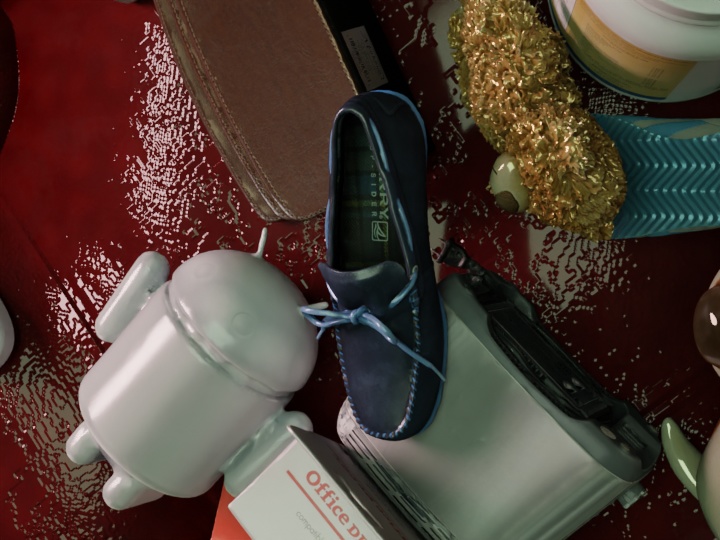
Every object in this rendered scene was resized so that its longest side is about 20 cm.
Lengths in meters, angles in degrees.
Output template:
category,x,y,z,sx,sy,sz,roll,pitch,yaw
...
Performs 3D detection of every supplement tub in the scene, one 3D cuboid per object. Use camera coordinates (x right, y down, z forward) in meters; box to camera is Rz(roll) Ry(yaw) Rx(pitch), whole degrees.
category,x,y,z,sx,sy,sz,roll,pitch,yaw
supplement tub,0.177,-0.177,0.787,0.143,0.200,0.146,0,87,4

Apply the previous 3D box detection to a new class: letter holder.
category,x,y,z,sx,sy,sz,roll,pitch,yaw
letter holder,-0.064,-0.132,0.918,0.141,0.101,0.201,-22,97,20

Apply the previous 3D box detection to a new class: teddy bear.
category,x,y,z,sx,sy,sz,roll,pitch,yaw
teddy bear,0.087,-0.102,0.853,0.066,0.145,0.201,-11,70,-14

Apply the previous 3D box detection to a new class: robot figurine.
category,x,y,z,sx,sy,sz,roll,pitch,yaw
robot figurine,-0.106,0.067,0.952,0.170,0.113,0.200,46,105,11

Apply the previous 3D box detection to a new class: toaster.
category,x,y,z,sx,sy,sz,roll,pitch,yaw
toaster,0.076,0.092,0.890,0.200,0.113,0.129,46,107,14

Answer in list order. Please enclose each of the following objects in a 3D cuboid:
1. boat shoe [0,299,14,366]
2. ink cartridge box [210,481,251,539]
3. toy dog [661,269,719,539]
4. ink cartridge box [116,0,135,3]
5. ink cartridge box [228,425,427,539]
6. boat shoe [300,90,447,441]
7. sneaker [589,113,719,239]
category,x,y,z,sx,sy,sz,roll,pitch,yaw
boat shoe,-0.340,0.005,1.057,0.199,0.068,0.074,43,105,13
ink cartridge box,-0.049,0.244,0.972,0.161,0.050,0.202,16,100,18
toy dog,0.250,0.071,0.796,0.194,0.139,0.201,31,142,51
ink cartridge box,-0.113,-0.302,0.981,0.199,0.045,0.178,-21,86,19
ink cartridge box,-0.005,0.164,0.861,0.067,0.200,0.116,-43,71,2
boat shoe,0.000,0.000,0.829,0.084,0.069,0.202,-8,92,27
sneaker,0.197,-0.056,0.866,0.199,0.080,0.077,6,96,39
